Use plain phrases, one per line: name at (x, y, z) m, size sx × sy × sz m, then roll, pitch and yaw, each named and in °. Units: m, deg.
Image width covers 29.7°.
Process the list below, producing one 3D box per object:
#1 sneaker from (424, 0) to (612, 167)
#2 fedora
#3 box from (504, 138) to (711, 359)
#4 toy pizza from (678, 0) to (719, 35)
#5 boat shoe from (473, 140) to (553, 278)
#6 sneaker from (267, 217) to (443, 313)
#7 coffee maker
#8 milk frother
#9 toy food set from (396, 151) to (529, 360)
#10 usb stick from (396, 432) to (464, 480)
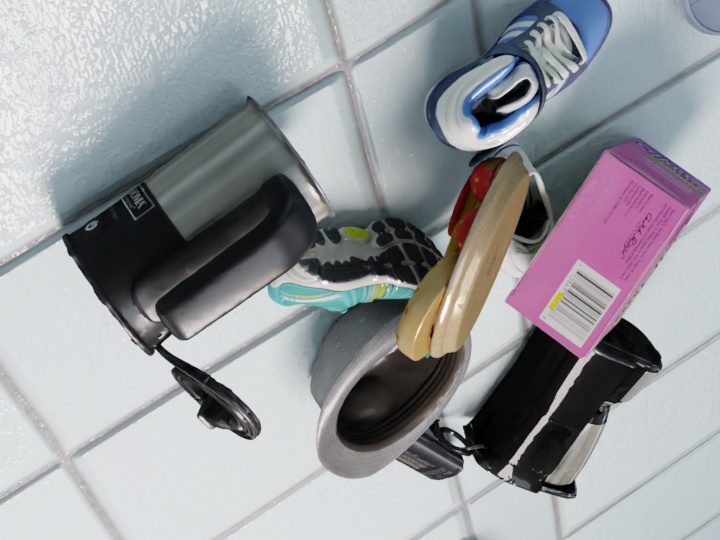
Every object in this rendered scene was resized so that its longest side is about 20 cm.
sneaker at (0.148, -0.168, 1.141) m, size 0.199 × 0.146 × 0.081 m, roll -34°, pitch 105°, yaw -2°
fedora at (0.015, 0.098, 1.340) m, size 0.201 × 0.090 × 0.176 m, roll -53°, pitch 142°, yaw 10°
box at (0.249, -0.027, 1.340) m, size 0.177 × 0.096 × 0.200 m, roll -58°, pitch 169°, yaw 18°
toy pizza at (0.376, -0.317, 1.288) m, size 0.198 × 0.032 × 0.202 m, roll -22°, pitch 139°, yaw -21°
boat shoe at (0.156, -0.045, 1.337) m, size 0.073 × 0.067 × 0.201 m, roll -35°, pitch 142°, yaw -6°
sneaker at (0.000, 0.000, 1.265) m, size 0.198 × 0.078 × 0.080 m, roll 1°, pitch 148°, yaw -37°
coffee maker at (0.212, 0.138, 1.509) m, size 0.191 × 0.135 × 0.201 m, roll 6°, pitch 122°, yaw -42°
milk frother at (-0.098, 0.007, 1.081) m, size 0.187 × 0.181 × 0.201 m, roll -36°, pitch 139°, yaw -4°
toy food set at (0.095, -0.013, 1.198) m, size 0.198 × 0.048 × 0.202 m, roll -6°, pitch 117°, yaw -78°
usb stick at (0.053, 0.192, 1.500) m, size 0.055 × 0.033 × 0.200 m, roll -17°, pitch 149°, yaw 25°
